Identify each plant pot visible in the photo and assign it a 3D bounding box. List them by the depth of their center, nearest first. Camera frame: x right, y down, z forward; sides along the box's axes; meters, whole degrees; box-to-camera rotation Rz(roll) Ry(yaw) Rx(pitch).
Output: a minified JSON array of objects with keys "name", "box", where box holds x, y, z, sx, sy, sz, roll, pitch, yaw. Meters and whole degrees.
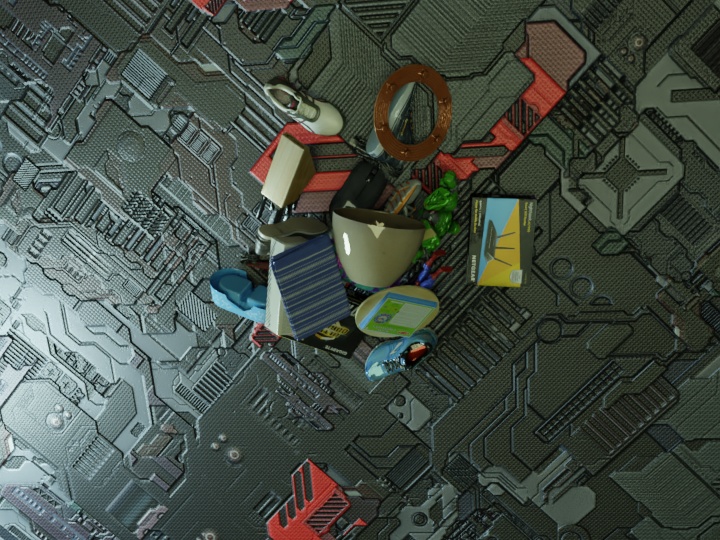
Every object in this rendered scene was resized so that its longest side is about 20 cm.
[{"name":"plant pot","box":[0.030,-0.043,1.576,0.195,0.201,0.138,10,103,3]}]

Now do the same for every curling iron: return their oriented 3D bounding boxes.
[{"name":"curling iron","box":[-0.199,-0.009,1.778,0.195,0.050,0.026,14,75,10]}]

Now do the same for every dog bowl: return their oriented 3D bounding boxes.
[{"name":"dog bowl","box":[-0.264,0.062,1.779,0.196,0.112,0.050,21,124,9]}]

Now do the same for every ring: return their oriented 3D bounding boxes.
[{"name":"ring","box":[0.116,-0.334,1.610,0.196,0.019,0.205,-10,112,-26]}]

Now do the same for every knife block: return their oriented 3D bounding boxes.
[{"name":"knife block","box":[-0.176,-0.184,1.663,0.063,0.200,0.177,33,79,11]}]

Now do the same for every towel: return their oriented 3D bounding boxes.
[{"name":"towel","box":[-0.105,0.036,1.607,0.142,0.024,0.204,-24,118,-17]}]

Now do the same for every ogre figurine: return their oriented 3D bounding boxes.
[{"name":"ogre figurine","box":[0.169,-0.115,1.664,0.096,0.120,0.205,7,91,19]}]

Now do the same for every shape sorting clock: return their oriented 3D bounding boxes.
[{"name":"shape sorting clock","box":[0.084,0.094,1.724,0.195,0.040,0.202,-9,141,-7]}]

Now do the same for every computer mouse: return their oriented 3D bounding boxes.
[{"name":"computer mouse","box":[-0.001,-0.184,1.673,0.137,0.053,0.203,30,87,-7]}]

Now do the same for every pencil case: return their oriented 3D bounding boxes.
[{"name":"pencil case","box":[0.000,0.000,1.701,0.197,0.092,0.086,22,101,-34]}]

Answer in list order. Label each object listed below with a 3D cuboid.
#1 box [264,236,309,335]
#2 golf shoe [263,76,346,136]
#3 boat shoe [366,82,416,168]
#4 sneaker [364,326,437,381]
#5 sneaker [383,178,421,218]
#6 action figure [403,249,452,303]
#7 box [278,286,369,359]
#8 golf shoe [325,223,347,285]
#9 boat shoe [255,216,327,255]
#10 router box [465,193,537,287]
[{"name":"box","box":[-0.154,0.032,1.637,0.081,0.068,0.205,-2,105,-34]},{"name":"golf shoe","box":[-0.126,-0.350,1.652,0.197,0.088,0.078,27,107,-4]},{"name":"boat shoe","box":[0.088,-0.329,1.650,0.090,0.071,0.204,23,93,-35]},{"name":"sneaker","box":[0.091,0.204,1.794,0.198,0.090,0.079,-33,102,14]},{"name":"sneaker","box":[0.089,-0.115,1.713,0.076,0.079,0.202,24,112,-16]},{"name":"action figure","box":[0.162,0.027,1.732,0.200,0.097,0.066,-48,54,49]},{"name":"box","box":[-0.074,0.109,1.762,0.197,0.050,0.161,22,114,-26]},{"name":"golf shoe","box":[-0.047,-0.026,1.761,0.095,0.079,0.204,10,114,-15]},{"name":"boat shoe","box":[-0.160,-0.077,1.704,0.067,0.198,0.058,43,125,29]},{"name":"router box","box":[0.315,-0.068,1.705,0.145,0.051,0.205,2,107,4]}]
